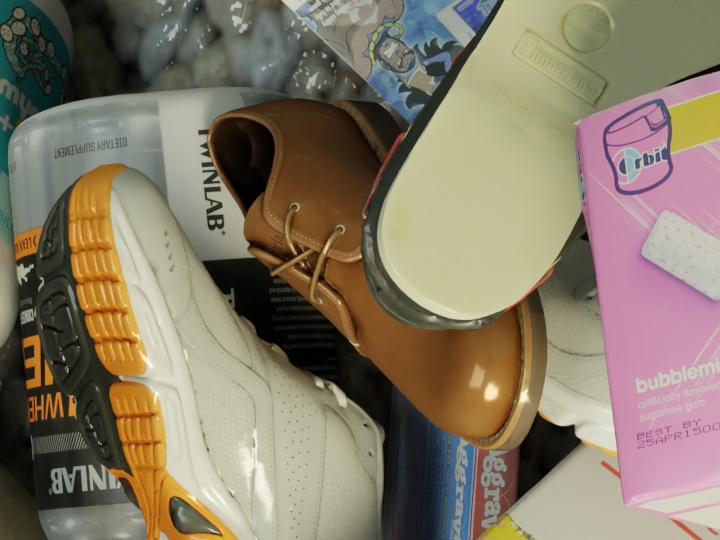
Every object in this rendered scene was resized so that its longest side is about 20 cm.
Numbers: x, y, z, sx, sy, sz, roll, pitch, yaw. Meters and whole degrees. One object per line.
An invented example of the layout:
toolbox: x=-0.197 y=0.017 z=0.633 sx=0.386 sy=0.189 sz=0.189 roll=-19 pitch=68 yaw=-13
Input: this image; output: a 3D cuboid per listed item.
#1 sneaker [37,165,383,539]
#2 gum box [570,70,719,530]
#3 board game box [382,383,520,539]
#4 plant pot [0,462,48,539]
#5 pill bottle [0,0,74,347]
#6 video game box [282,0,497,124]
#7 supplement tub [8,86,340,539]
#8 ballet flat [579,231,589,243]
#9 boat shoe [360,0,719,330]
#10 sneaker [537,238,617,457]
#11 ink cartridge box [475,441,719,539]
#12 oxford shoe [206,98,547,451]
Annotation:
sneaker: x=-0.043 y=0.050 z=0.866 sx=0.076 sy=0.092 sz=0.200 roll=5 pitch=118 yaw=57
gum box: x=0.155 y=-0.005 z=0.665 sx=0.200 sy=0.066 sz=0.114 roll=-17 pitch=69 yaw=31
board game box: x=0.028 y=0.137 z=0.917 sx=0.103 sy=0.019 sz=0.200 roll=-164 pitch=77 yaw=-74
plant pot: x=-0.205 y=0.140 z=1.051 sx=0.183 sy=0.200 sz=0.201 roll=36 pitch=112 yaw=23
pill bottle: x=-0.181 y=-0.063 z=1.035 sx=0.111 sy=0.111 sz=0.200 roll=-26 pitch=44 yaw=37
video game box: x=0.055 y=-0.142 z=0.846 sx=0.182 sy=0.047 sz=0.200 roll=45 pitch=125 yaw=-14
supplement tub: x=-0.069 y=0.036 z=0.965 sx=0.122 sy=0.122 sz=0.200 roll=-11 pitch=83 yaw=40
ballet flat: x=0.148 y=-0.041 z=0.837 sx=0.200 sy=0.046 sz=0.067 roll=-27 pitch=34 yaw=32
boat shoe: x=0.070 y=-0.066 z=0.774 sx=0.074 sy=0.063 sz=0.201 roll=39 pitch=77 yaw=-3
sneaker: x=0.118 y=0.021 z=0.781 sx=0.200 sy=0.076 sz=0.092 roll=33 pitch=134 yaw=40
ink cartridge box: x=0.088 y=0.129 z=0.818 sx=0.116 sy=0.200 sz=0.068 roll=40 pitch=153 yaw=23
oxford shoe: x=0.000 y=0.000 z=0.847 sx=0.200 sy=0.071 sz=0.071 roll=48 pitch=126 yaw=53
